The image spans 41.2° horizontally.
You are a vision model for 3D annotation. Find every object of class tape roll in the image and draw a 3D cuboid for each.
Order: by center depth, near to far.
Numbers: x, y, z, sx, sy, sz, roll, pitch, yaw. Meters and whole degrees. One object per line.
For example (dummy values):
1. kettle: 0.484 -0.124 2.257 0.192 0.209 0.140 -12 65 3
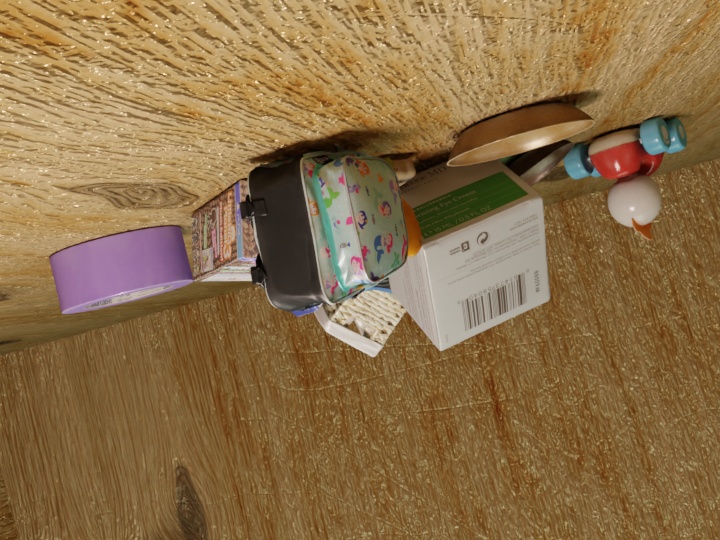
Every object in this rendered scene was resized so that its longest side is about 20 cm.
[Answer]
1. tape roll: -0.356 0.000 1.433 0.198 0.086 0.200 -14 178 -1

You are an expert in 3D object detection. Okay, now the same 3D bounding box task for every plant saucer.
1. plant saucer: 0.204 -0.181 1.248 0.198 0.036 0.200 -14 178 0
2. plant saucer: 0.264 -0.156 1.584 0.199 0.032 0.200 -36 170 -7

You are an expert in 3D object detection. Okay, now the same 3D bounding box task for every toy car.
1. toy car: 0.495 -0.152 1.729 0.183 0.202 0.176 -16 178 37

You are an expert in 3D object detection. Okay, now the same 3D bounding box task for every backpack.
1. backpack: -0.029 -0.053 1.105 0.149 0.179 0.200 -10 -177 21

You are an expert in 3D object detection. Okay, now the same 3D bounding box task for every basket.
1. basket: -0.012 0.034 1.728 0.135 0.200 0.124 30 107 -34

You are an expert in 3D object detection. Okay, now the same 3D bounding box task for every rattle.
1. rattle: 0.000 -0.073 1.348 0.199 0.144 0.130 -24 -172 41

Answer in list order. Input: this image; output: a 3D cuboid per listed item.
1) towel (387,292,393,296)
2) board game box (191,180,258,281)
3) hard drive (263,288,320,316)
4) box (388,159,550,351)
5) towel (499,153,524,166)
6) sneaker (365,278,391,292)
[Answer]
1. towel: 0.053 -0.013 1.690 0.048 0.200 0.171 -49 153 14
2. board game box: -0.120 -0.047 1.276 0.158 0.098 0.200 0 171 -28
3. hard drive: -0.156 -0.001 1.542 0.025 0.200 0.132 -53 -170 -16
4. box: 0.150 -0.035 1.412 0.197 0.201 0.172 -23 -142 -13
5. towel: 0.178 -0.133 1.552 0.200 0.023 0.152 -42 168 21
6. sneaker: 0.000 0.000 1.552 0.197 0.071 0.083 -7 141 11
